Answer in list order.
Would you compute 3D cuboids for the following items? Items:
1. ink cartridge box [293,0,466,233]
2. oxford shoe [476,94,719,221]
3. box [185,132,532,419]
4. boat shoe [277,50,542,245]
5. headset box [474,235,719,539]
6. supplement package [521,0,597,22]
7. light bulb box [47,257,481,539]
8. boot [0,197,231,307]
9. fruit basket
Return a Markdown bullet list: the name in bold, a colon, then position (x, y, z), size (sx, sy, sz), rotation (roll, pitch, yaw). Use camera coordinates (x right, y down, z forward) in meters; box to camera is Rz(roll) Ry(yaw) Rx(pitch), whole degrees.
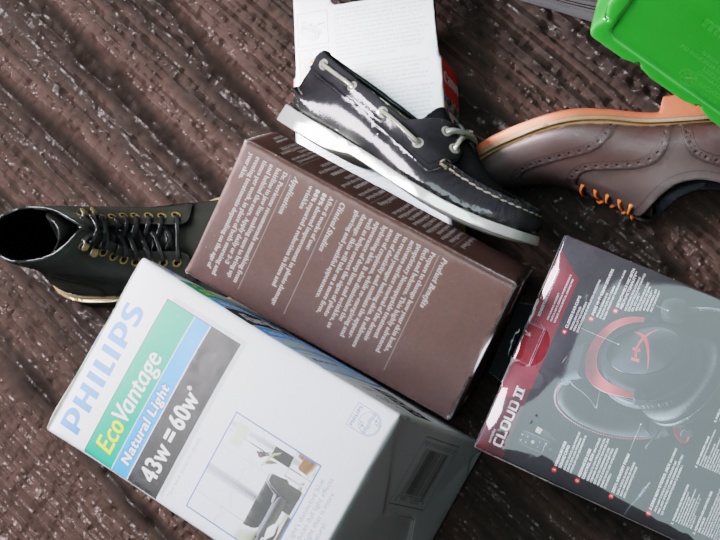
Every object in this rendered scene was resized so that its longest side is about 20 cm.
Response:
- **ink cartridge box**: position (0.012, -0.101, 1.326), size (0.108, 0.050, 0.202), rotation (-6, 77, 16)
- **oxford shoe**: position (0.161, -0.067, 1.258), size (0.198, 0.071, 0.073), rotation (-8, 82, 18)
- **box**: position (0.000, 0.000, 1.252), size (0.199, 0.075, 0.101), rotation (30, 105, 10)
- **boat shoe**: position (0.038, -0.079, 1.252), size (0.199, 0.074, 0.061), rotation (30, 94, 27)
- **headset box**: position (0.176, 0.078, 1.222), size (0.199, 0.075, 0.150), rotation (23, 88, 22)
- **supplement package**: position (0.118, -0.288, 1.243), size (0.146, 0.200, 0.193), rotation (19, 86, 21)
- **light bulb box**: position (-0.055, 0.106, 1.233), size (0.199, 0.198, 0.126), rotation (30, 90, 21)
- **boot**: position (-0.143, -0.018, 1.320), size (0.198, 0.138, 0.078), rotation (-13, 75, 16)
- **fruit basket**: position (0.253, -0.175, 1.167), size (0.213, 0.156, 0.217), rotation (10, 57, -16)
